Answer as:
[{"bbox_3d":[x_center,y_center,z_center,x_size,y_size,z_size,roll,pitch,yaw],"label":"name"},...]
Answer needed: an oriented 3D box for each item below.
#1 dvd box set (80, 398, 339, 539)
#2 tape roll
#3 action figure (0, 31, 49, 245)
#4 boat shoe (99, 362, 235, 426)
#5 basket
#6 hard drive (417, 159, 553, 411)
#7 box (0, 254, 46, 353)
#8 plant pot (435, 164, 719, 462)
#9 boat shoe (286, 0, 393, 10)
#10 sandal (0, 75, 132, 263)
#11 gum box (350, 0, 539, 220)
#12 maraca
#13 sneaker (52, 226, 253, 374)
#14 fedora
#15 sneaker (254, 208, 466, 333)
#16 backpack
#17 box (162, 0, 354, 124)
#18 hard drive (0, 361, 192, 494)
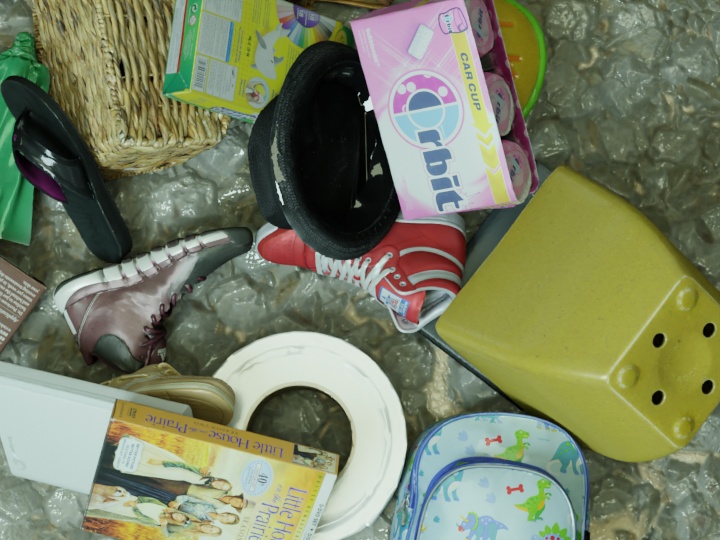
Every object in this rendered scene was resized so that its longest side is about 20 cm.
[{"bbox_3d":[-0.133,0.194,1.475,0.200,0.029,0.146,16,128,-8],"label":"dvd box set"},{"bbox_3d":[-0.055,0.159,1.577,0.202,0.071,0.203,0,83,0],"label":"tape roll"},{"bbox_3d":[-0.343,-0.132,1.621,0.118,0.055,0.200,15,87,4],"label":"action figure"},{"bbox_3d":[-0.190,0.117,1.542,0.200,0.069,0.074,-12,126,34],"label":"boat shoe"},{"bbox_3d":[-0.215,-0.196,1.624,0.143,0.149,0.200,-7,82,-35],"label":"basket"},{"bbox_3d":[0.159,0.014,1.612,0.140,0.033,0.200,37,85,4],"label":"hard drive"},{"bbox_3d":[-0.393,0.065,1.572,0.100,0.075,0.200,38,82,-25],"label":"box"},{"bbox_3d":[0.229,0.054,1.487,0.194,0.200,0.196,41,83,-29],"label":"plant pot"},{"bbox_3d":[-0.061,-0.285,1.629,0.200,0.072,0.068,2,81,-2],"label":"boat shoe"},{"bbox_3d":[-0.279,-0.089,1.572,0.048,0.075,0.200,-41,112,-35],"label":"sandal"},{"bbox_3d":[0.078,-0.145,1.519,0.113,0.066,0.200,-8,105,29],"label":"gum box"},{"bbox_3d":[0.096,-0.167,1.598,0.137,0.107,0.200,28,93,23],"label":"maraca"},{"bbox_3d":[-0.181,0.036,1.598,0.200,0.076,0.116,-19,88,8],"label":"sneaker"},{"bbox_3d":[-0.042,-0.105,1.538,0.092,0.201,0.201,-7,81,41],"label":"fedora"},{"bbox_3d":[0.000,0.000,1.574,0.200,0.071,0.113,-3,55,3],"label":"sneaker"},{"bbox_3d":[0.121,0.228,1.530,0.183,0.147,0.200,7,80,-2],"label":"backpack"},{"bbox_3d":[-0.089,-0.197,1.588,0.200,0.048,0.117,14,80,-42],"label":"box"},{"bbox_3d":[-0.237,0.155,1.528,0.200,0.132,0.026,11,41,20],"label":"hard drive"}]
